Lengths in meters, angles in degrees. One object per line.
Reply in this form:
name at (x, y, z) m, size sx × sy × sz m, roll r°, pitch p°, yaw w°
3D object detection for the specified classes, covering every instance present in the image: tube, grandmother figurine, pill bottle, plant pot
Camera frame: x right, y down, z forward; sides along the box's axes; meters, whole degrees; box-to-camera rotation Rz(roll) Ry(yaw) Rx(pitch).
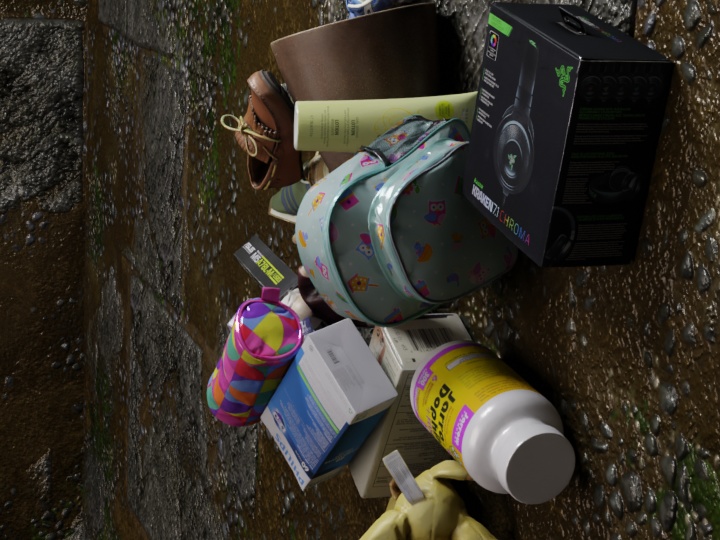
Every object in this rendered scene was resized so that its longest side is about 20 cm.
tube at (0.030, -0.150, 1.564) m, size 0.058 × 0.199 × 0.052 m, roll 98°, pitch 170°, yaw -49°
grandmother figurine at (-0.021, 0.028, 1.644) m, size 0.200 × 0.121 × 0.061 m, roll -25°, pitch 25°, yaw 43°
pill bottle at (0.130, 0.149, 1.462) m, size 0.200 × 0.104 × 0.105 m, roll -138°, pitch 49°, yaw -62°
plant pot at (0.014, -0.174, 1.659) m, size 0.187 × 0.186 × 0.201 m, roll -178°, pitch 74°, yaw -69°

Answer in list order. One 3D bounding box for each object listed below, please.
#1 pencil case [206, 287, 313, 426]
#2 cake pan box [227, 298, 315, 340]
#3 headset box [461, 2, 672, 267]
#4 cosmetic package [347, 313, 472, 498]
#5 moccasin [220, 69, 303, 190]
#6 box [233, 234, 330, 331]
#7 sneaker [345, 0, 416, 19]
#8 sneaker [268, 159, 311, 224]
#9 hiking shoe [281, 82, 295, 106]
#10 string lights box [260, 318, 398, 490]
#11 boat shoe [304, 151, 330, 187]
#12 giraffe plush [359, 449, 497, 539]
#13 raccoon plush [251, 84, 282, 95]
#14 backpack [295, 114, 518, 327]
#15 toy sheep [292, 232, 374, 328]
pencil case at (-0.118, 0.102, 1.688) m, size 0.200 × 0.088 × 0.089 m, roll 120°, pitch 142°, yaw -56°
cake pan box at (-0.055, 0.138, 1.803) m, size 0.184 × 0.052 × 0.200 m, roll 28°, pitch 154°, yaw 29°
headset box at (0.177, -0.129, 1.324) m, size 0.174 × 0.092 × 0.201 m, roll -129°, pitch 42°, yaw -56°
cosmetic package at (0.054, 0.150, 1.662) m, size 0.087 × 0.103 × 0.201 m, roll -116°, pitch 33°, yaw -45°
moccasin at (-0.110, -0.154, 1.703) m, size 0.074 × 0.077 × 0.202 m, roll 61°, pitch 167°, yaw 18°
box at (-0.061, 0.062, 1.873) m, size 0.200 × 0.047 × 0.193 m, roll 51°, pitch 173°, yaw -26°
sneaker at (0.012, -0.320, 1.753) m, size 0.200 × 0.077 × 0.076 m, roll 128°, pitch 134°, yaw -61°
sneaker at (-0.065, -0.104, 2.006) m, size 0.200 × 0.067 × 0.090 m, roll -154°, pitch 71°, yaw -66°
hiking shoe at (-0.058, -0.196, 1.810) m, size 0.200 × 0.100 × 0.076 m, roll -51°, pitch -50°, yaw -65°
string lights box at (-0.039, 0.149, 1.644) m, size 0.103 × 0.059 × 0.200 m, roll 58°, pitch 148°, yaw 18°
boat shoe at (-0.029, -0.112, 1.784) m, size 0.074 × 0.066 × 0.200 m, roll 62°, pitch -165°, yaw -8°
giraffe plush at (0.068, 0.280, 1.602) m, size 0.162 × 0.172 × 0.201 m, roll 87°, pitch 169°, yaw -88°
raccoon plush at (-0.101, -0.202, 1.977) m, size 0.200 × 0.133 × 0.097 m, roll 178°, pitch 88°, yaw -69°
backpack at (0.044, -0.039, 1.481) m, size 0.153 × 0.199 × 0.176 m, roll 30°, pitch 146°, yaw 64°
toy sheep at (0.000, 0.000, 1.744) m, size 0.200 × 0.137 × 0.138 m, roll 59°, pitch -178°, yaw -42°
